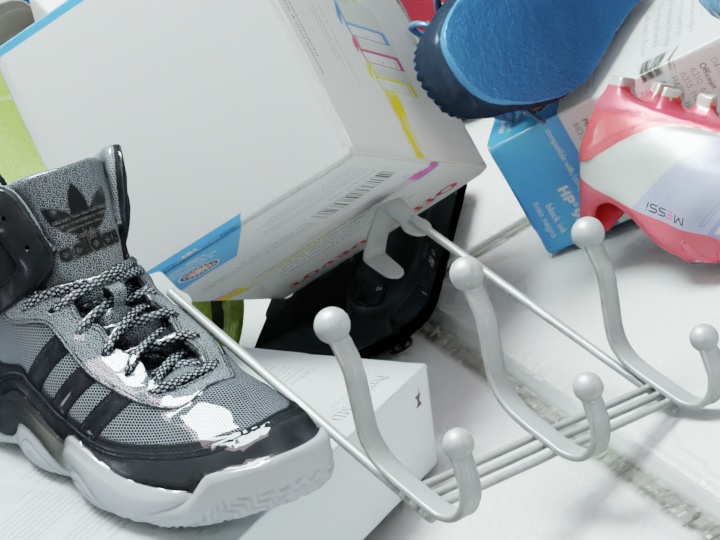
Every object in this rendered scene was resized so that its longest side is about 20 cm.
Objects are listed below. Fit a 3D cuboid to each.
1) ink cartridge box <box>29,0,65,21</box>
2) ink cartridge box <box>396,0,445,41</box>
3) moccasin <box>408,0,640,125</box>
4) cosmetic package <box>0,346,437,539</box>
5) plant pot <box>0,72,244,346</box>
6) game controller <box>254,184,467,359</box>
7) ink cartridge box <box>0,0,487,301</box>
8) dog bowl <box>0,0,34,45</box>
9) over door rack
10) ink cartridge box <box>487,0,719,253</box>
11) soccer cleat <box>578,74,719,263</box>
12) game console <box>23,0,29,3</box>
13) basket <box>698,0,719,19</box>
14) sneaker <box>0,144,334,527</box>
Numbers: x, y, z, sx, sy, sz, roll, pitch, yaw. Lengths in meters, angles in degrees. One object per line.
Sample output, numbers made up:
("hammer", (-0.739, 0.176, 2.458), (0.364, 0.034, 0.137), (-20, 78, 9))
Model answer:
("ink cartridge box", (-0.124, -0.105, 1.213), (0.067, 0.117, 0.200), (-34, 61, -17))
("ink cartridge box", (0.093, -0.192, 1.309), (0.200, 0.083, 0.146), (-31, 7, -12))
("moccasin", (0.077, -0.112, 1.003), (0.068, 0.081, 0.200), (-24, 6, 38))
("cosmetic package", (-0.079, 0.089, 0.819), (0.150, 0.052, 0.200), (2, 22, 29))
("plant pot", (-0.158, 0.003, 1.067), (0.200, 0.201, 0.190), (-35, 33, -23))
("game controller", (0.000, 0.000, 1.071), (0.104, 0.042, 0.200), (-35, 15, 23))
("ink cartridge box", (-0.044, -0.069, 0.955), (0.128, 0.126, 0.200), (-31, -10, 18))
("dog bowl", (-0.231, -0.070, 1.351), (0.200, 0.059, 0.201), (-31, 48, 42))
("over door rack", (0.021, 0.017, 0.821), (0.147, 0.067, 0.200), (-18, 30, -38))
("ink cartridge box", (0.168, -0.095, 1.016), (0.199, 0.067, 0.116), (-25, 19, 21))
("soccer cleat", (0.169, -0.028, 0.894), (0.067, 0.077, 0.200), (1, 17, -40))
("game console", (-0.132, -0.166, 1.417), (0.119, 0.171, 0.200), (-57, 10, -26))
("basket", (0.244, -0.098, 0.799), (0.176, 0.140, 0.200), (4, 22, -35))
("sneaker", (-0.090, 0.019, 0.777), (0.075, 0.114, 0.200), (-23, 26, -37))
